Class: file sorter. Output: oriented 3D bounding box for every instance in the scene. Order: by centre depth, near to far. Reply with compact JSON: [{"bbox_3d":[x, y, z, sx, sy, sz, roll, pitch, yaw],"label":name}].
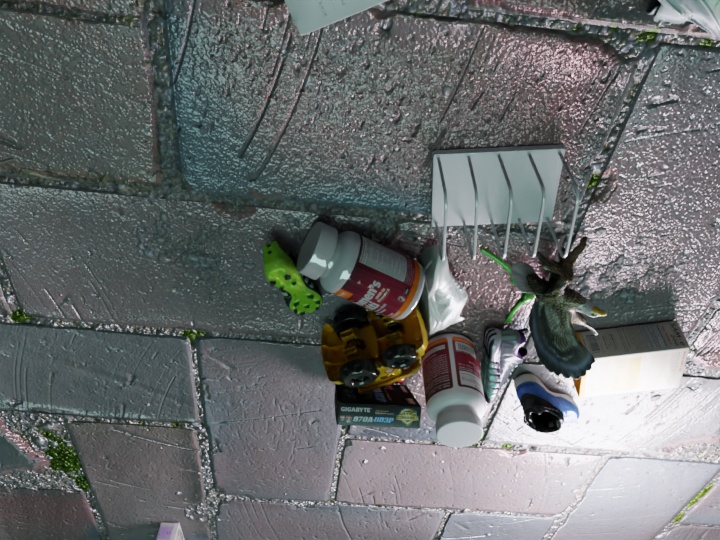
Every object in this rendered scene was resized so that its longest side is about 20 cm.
[{"bbox_3d":[0.213,-0.097,0.924,0.199,0.125,0.139,-2,132,3],"label":"file sorter"}]

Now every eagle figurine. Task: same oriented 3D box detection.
[{"bbox_3d":[0.351,0.067,1.044,0.151,0.151,0.201,-19,127,-10],"label":"eagle figurine"}]

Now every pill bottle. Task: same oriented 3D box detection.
[{"bbox_3d":[0.000,0.000,1.021,0.199,0.110,0.110,24,128,-20],"label":"pill bottle"},{"bbox_3d":[0.178,0.229,1.165,0.112,0.200,0.113,0,132,0],"label":"pill bottle"}]

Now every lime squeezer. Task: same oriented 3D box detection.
[{"bbox_3d":[0.277,0.024,1.100,0.070,0.038,0.200,8,142,37],"label":"lime squeezer"}]

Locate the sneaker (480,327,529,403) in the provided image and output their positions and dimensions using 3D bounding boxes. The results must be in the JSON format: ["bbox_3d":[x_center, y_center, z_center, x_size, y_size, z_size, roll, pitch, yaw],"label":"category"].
[{"bbox_3d":[0.293,0.197,1.224,0.087,0.075,0.201,-6,131,-1],"label":"sneaker"}]

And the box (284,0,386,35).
[{"bbox_3d":[-0.015,-0.400,0.647,0.199,0.131,0.199,-16,130,15],"label":"box"}]

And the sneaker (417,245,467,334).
[{"bbox_3d":[0.148,0.029,1.084,0.080,0.071,0.201,-14,135,-8],"label":"sneaker"}]

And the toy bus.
[{"bbox_3d":[0.052,0.157,1.159,0.199,0.136,0.192,-24,141,18],"label":"toy bus"}]

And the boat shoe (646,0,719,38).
[{"bbox_3d":[0.383,-0.345,0.745,0.200,0.070,0.071,32,136,-21],"label":"boat shoe"}]

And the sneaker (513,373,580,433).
[{"bbox_3d":[0.409,0.311,1.297,0.077,0.111,0.200,-36,123,28],"label":"sneaker"}]

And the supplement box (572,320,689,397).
[{"bbox_3d":[0.528,0.177,1.201,0.199,0.074,0.126,-7,131,7],"label":"supplement box"}]

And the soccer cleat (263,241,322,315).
[{"bbox_3d":[-0.117,0.016,1.069,0.067,0.081,0.200,-19,151,6],"label":"soccer cleat"}]

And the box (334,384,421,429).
[{"bbox_3d":[0.028,0.267,1.215,0.158,0.200,0.046,4,91,-3],"label":"box"}]

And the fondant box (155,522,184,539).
[{"bbox_3d":[-0.557,0.848,1.762,0.058,0.145,0.201,4,132,-2],"label":"fondant box"}]
